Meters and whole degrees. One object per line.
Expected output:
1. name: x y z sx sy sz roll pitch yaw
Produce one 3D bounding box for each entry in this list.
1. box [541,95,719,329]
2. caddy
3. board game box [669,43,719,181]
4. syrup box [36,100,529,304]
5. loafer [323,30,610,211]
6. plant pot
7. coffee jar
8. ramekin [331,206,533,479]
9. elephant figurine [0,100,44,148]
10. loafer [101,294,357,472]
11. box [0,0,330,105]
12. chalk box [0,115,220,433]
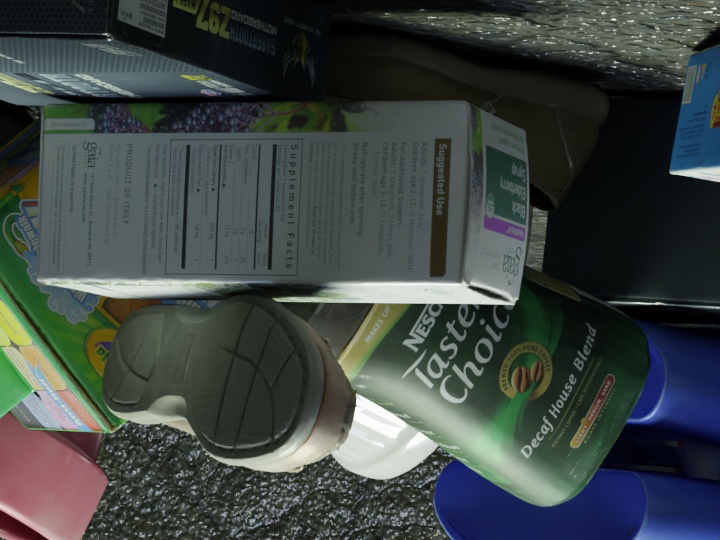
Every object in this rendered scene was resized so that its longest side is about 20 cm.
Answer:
1. box: 0.201 -0.022 1.514 0.148 0.107 0.200 4 176 28
2. caddy: 0.131 0.094 1.503 0.105 0.142 0.200 13 173 -38
3. board game box: 0.241 -0.052 1.224 0.195 0.056 0.200 10 -179 -1
4. syrup box: -0.034 -0.029 1.268 0.199 0.082 0.079 0 174 21
5. loafer: 0.028 -0.069 1.377 0.199 0.068 0.076 7 175 -24
6. plant pot: -0.220 0.044 1.716 0.200 0.179 0.200 24 167 6
7. coffee jar: 0.035 0.027 1.378 0.200 0.104 0.085 29 -178 -31
8. ramekin: 0.000 0.000 1.527 0.094 0.203 0.202 20 170 -22
9. elephant figurine: -0.244 -0.055 1.550 0.199 0.142 0.155 6 151 -22
10. loafer: -0.045 0.050 1.273 0.063 0.072 0.200 20 175 -28
11. box: -0.124 -0.104 1.225 0.157 0.051 0.200 4 175 24
12. chalk box: -0.139 -0.001 1.444 0.125 0.200 0.124 53 157 -16
